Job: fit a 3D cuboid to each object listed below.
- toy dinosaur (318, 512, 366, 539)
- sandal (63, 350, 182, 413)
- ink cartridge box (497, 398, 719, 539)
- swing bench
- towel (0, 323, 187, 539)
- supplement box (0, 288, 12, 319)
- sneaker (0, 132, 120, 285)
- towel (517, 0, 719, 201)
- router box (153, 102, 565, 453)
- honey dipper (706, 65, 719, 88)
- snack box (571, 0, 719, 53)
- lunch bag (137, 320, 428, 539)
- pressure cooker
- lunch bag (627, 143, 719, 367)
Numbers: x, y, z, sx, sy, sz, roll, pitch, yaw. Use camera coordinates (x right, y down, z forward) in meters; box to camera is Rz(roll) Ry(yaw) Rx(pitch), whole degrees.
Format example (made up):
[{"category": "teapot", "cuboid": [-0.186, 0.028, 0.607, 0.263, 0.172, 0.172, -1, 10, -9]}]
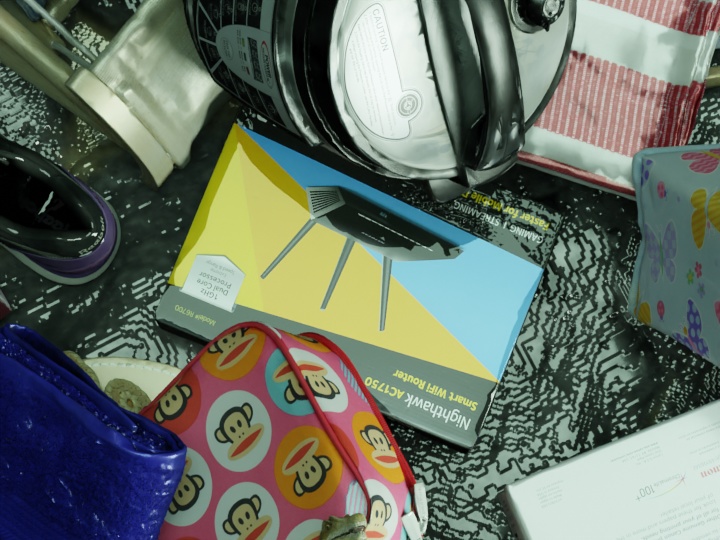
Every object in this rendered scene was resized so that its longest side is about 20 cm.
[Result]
[{"category": "toy dinosaur", "cuboid": [-0.066, 0.197, 1.449, 0.199, 0.058, 0.102, -27, 65, 16]}, {"category": "sandal", "cuboid": [-0.190, 0.082, 1.576, 0.210, 0.070, 0.078, 2, 81, 0]}, {"category": "ink cartridge box", "cuboid": [0.201, 0.168, 1.560, 0.199, 0.084, 0.177, -20, 83, -3]}, {"category": "swing bench", "cuboid": [-0.129, -0.189, 1.590, 0.200, 0.130, 0.199, 37, 81, 6]}, {"category": "towel", "cuboid": [-0.179, 0.148, 1.511, 0.147, 0.049, 0.201, 33, 115, 34]}, {"category": "supplement box", "cuboid": [-0.307, 0.040, 1.547, 0.200, 0.109, 0.061, -36, 54, 0]}, {"category": "sneaker", "cuboid": [-0.230, -0.063, 1.589, 0.199, 0.088, 0.076, 24, 82, 3]}, {"category": "towel", "cuboid": [0.136, -0.152, 1.577, 0.143, 0.023, 0.201, 17, 87, 1]}, {"category": "router box", "cuboid": [0.000, 0.000, 1.599, 0.199, 0.051, 0.150, 22, 83, 2]}, {"category": "honey dipper", "cuboid": [0.181, -0.110, 1.628, 0.199, 0.038, 0.038, -12, 81, -4]}, {"category": "snack box", "cuboid": [0.167, -0.228, 1.629, 0.167, 0.068, 0.201, -10, 84, -2]}, {"category": "lunch bag", "cuboid": [-0.064, 0.146, 1.513, 0.200, 0.082, 0.177, -42, 62, 22]}, {"category": "pressure cooker", "cuboid": [0.018, -0.145, 1.486, 0.175, 0.200, 0.179, 25, 93, -40]}, {"category": "lunch bag", "cuboid": [0.270, -0.013, 1.524, 0.199, 0.170, 0.128, -5, 109, -21]}]
